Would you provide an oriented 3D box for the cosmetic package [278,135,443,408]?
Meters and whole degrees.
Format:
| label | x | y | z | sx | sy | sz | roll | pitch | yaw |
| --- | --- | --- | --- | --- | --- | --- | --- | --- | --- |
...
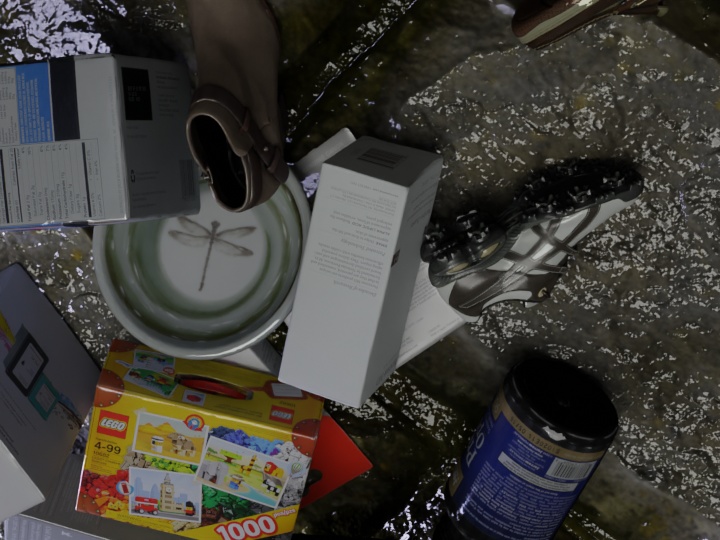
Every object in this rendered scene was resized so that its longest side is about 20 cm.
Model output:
| label | x | y | z | sx | sy | sz | roll | pitch | yaw |
| --- | --- | --- | --- | --- | --- | --- | --- | --- | --- |
| cosmetic package | 0.000 | 0.000 | 1.634 | 0.081 | 0.113 | 0.201 | 16 | 112 | 14 |

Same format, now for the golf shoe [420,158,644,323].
| label | x | y | z | sx | sy | sz | roll | pitch | yaw |
| --- | --- | --- | --- | --- | --- | --- | --- | --- | --- |
| golf shoe | 0.153 | -0.025 | 1.647 | 0.199 | 0.078 | 0.095 | -23 | 118 | 6 |

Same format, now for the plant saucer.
| label | x | y | z | sx | sy | sz | roll | pitch | yaw |
| --- | --- | --- | --- | --- | --- | --- | --- | --- | --- |
| plant saucer | -0.132 | -0.022 | 1.687 | 0.198 | 0.050 | 0.202 | -1 | 83 | 12 |

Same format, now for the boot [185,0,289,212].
| label | x | y | z | sx | sy | sz | roll | pitch | yaw |
| --- | --- | --- | --- | --- | --- | --- | --- | --- | --- |
| boot | -0.110 | -0.151 | 1.582 | 0.070 | 0.146 | 0.201 | -17 | 112 | 22 |

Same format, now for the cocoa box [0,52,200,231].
| label | x | y | z | sx | sy | sz | roll | pitch | yaw |
| --- | --- | --- | --- | --- | --- | --- | --- | --- | --- |
| cocoa box | -0.224 | -0.103 | 1.581 | 0.130 | 0.200 | 0.135 | -4 | 93 | 12 |

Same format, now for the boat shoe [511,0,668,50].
| label | x | y | z | sx | sy | sz | roll | pitch | yaw |
| --- | --- | --- | --- | --- | --- | --- | --- | --- | --- |
| boat shoe | 0.216 | -0.226 | 1.535 | 0.202 | 0.075 | 0.075 | -32 | 116 | 23 |

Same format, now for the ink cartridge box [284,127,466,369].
| label | x | y | z | sx | sy | sz | roll | pitch | yaw |
| --- | --- | --- | --- | --- | --- | --- | --- | --- | --- |
| ink cartridge box | -0.007 | -0.007 | 1.719 | 0.160 | 0.050 | 0.201 | -34 | 91 | 24 |

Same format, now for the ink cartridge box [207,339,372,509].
| label | x | y | z | sx | sy | sz | roll | pitch | yaw |
| --- | --- | --- | --- | --- | --- | --- | --- | --- | --- |
| ink cartridge box | -0.111 | 0.158 | 1.817 | 0.162 | 0.057 | 0.200 | -32 | 105 | 23 |

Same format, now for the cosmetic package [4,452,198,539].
| label | x | y | z | sx | sy | sz | roll | pitch | yaw |
| --- | --- | --- | --- | --- | --- | --- | --- | --- | --- |
| cosmetic package | -0.231 | 0.247 | 1.848 | 0.199 | 0.091 | 0.107 | 18 | 143 | 2 |

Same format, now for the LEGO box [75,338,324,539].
| label | x | y | z | sx | sy | sz | roll | pitch | yaw |
| --- | --- | --- | --- | --- | --- | --- | --- | --- | --- |
| LEGO box | -0.144 | 0.162 | 1.755 | 0.198 | 0.077 | 0.150 | 13 | 123 | -2 |

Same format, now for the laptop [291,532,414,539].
| label | x | y | z | sx | sy | sz | roll | pitch | yaw |
| --- | --- | --- | --- | --- | --- | --- | --- | --- | --- |
| laptop | -0.009 | 0.300 | 1.787 | 0.177 | 0.104 | 0.200 | -5 | 138 | 49 |

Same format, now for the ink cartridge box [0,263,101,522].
| label | x | y | z | sx | sy | sz | roll | pitch | yaw |
| --- | --- | --- | --- | --- | --- | --- | --- | --- | --- |
| ink cartridge box | -0.349 | 0.123 | 1.746 | 0.146 | 0.200 | 0.146 | -27 | 111 | 22 |

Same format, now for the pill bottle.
| label | x | y | z | sx | sy | sz | roll | pitch | yaw |
| --- | --- | --- | --- | --- | --- | --- | --- | --- | --- |
| pill bottle | 0.143 | 0.188 | 1.755 | 0.111 | 0.112 | 0.201 | 24 | 120 | -5 |
